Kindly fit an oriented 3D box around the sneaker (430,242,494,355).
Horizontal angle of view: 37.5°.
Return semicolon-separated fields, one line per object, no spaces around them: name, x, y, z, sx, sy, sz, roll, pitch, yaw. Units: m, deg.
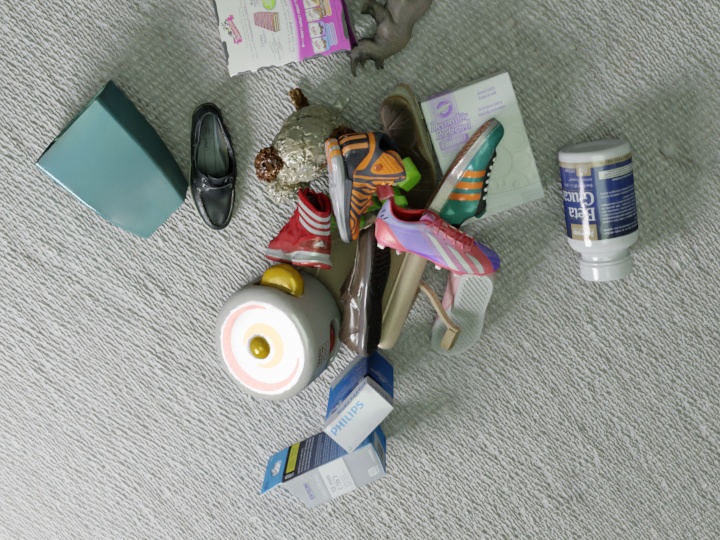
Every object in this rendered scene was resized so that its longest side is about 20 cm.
sneaker;0.167;0.041;1.698;0.074;0.106;0.202;14;133;-5

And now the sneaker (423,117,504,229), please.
sneaker;0.168;-0.131;1.594;0.079;0.072;0.201;31;112;-6

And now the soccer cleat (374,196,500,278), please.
soccer cleat;0.117;-0.048;1.568;0.196;0.067;0.077;17;120;-1

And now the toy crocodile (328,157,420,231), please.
toy crocodile;0.005;-0.109;1.616;0.198;0.062;0.069;-24;78;22

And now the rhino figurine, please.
rhino figurine;0.043;-0.378;1.597;0.087;0.060;0.202;32;104;-3

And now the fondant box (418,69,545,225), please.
fondant box;0.187;-0.189;1.641;0.142;0.058;0.203;-18;102;6

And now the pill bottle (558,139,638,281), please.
pill bottle;0.369;-0.092;1.633;0.109;0.111;0.204;-9;103;3

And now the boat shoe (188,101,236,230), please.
boat shoe;-0.227;-0.158;1.647;0.073;0.066;0.203;-3;102;-19

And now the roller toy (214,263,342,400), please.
roller toy;-0.128;0.099;1.651;0.199;0.140;0.184;-34;91;28

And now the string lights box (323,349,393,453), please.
string lights box;-0.001;0.195;1.666;0.059;0.200;0.103;41;102;-9

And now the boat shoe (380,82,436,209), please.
boat shoe;0.080;-0.189;1.636;0.071;0.065;0.203;-3;125;21

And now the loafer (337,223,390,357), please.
loafer;-0.004;0.028;1.621;0.070;0.073;0.204;10;96;25

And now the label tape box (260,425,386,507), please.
label tape box;-0.057;0.317;1.726;0.197;0.143;0.067;-26;102;7

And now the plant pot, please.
plant pot;-0.364;-0.159;1.624;0.141;0.142;0.200;-42;109;11

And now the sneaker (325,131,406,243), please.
sneaker;0.013;-0.118;1.527;0.110;0.079;0.201;-13;145;-7

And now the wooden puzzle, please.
wooden puzzle;0.000;0.000;1.678;0.198;0.037;0.188;26;105;20

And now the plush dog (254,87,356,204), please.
plush dog;-0.074;-0.190;1.587;0.197;0.172;0.163;-18;103;7

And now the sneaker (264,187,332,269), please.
sneaker;-0.085;-0.066;1.624;0.077;0.199;0.118;9;91;-28

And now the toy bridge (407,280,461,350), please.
toy bridge;0.075;0.045;1.671;0.199;0.027;0.068;34;108;23

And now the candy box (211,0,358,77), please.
candy box;-0.113;-0.378;1.581;0.196;0.061;0.139;-9;104;15
